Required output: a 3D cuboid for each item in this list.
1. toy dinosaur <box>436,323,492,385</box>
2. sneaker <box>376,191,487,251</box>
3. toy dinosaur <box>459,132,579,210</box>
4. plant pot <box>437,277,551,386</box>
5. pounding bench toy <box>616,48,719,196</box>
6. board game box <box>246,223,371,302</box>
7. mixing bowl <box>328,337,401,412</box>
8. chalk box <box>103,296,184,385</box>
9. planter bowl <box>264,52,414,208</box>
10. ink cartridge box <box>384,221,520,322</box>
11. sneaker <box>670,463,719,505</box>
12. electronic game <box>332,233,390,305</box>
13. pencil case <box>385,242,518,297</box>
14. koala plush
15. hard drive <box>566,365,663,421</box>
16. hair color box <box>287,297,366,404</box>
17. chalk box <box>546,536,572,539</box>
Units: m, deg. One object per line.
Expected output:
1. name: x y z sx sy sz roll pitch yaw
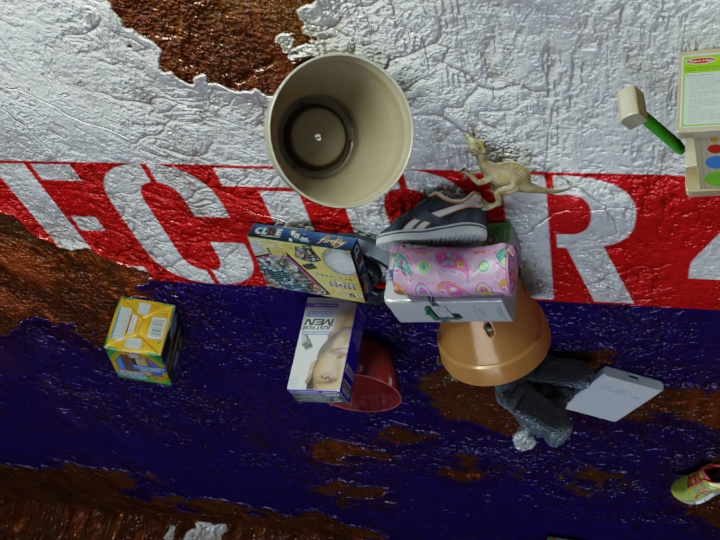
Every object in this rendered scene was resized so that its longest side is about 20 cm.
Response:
1. toy dinosaur: 0.231 0.182 2.048 0.135 0.086 0.200 5 148 16
2. sneaker: 0.114 -0.076 1.640 0.200 0.080 0.078 -8 160 36
3. toy dinosaur: 0.219 -0.129 1.528 0.200 0.058 0.101 24 148 -23
4. plant pot: 0.219 0.079 1.788 0.199 0.200 0.140 -3 131 23
5. pounding bench toy: 0.430 -0.178 1.298 0.199 0.125 0.156 -1 150 21
6. board game box: -0.088 -0.013 1.809 0.199 0.035 0.136 9 141 22
7. mixing bowl: -0.006 0.207 2.157 0.199 0.109 0.200 8 152 4
8. chalk box: -0.456 0.162 2.213 0.124 0.125 0.200 9 150 3
9. planter bowl: -0.044 -0.186 1.406 0.200 0.201 0.135 22 176 -19
10. ink cartridge box: 0.152 0.005 1.701 0.199 0.146 0.084 -1 151 23
11. sneaker: 0.815 0.492 2.440 0.200 0.078 0.090 -25 128 39
12. electronic game: 0.000 0.000 1.851 0.199 0.042 0.200 12 146 8
13. pencil case: 0.144 -0.001 1.604 0.199 0.088 0.087 0 150 22
14. koala plush: 0.362 0.270 2.100 0.183 0.178 0.200 21 156 20
15. hard drive: 0.522 0.259 2.157 0.132 0.025 0.200 16 151 -8
16. hair color box: -0.062 0.151 1.979 0.109 0.201 0.065 0 150 19
17. chalk box: 0.619 0.890 3.147 0.124 0.125 0.200 7 150 6
